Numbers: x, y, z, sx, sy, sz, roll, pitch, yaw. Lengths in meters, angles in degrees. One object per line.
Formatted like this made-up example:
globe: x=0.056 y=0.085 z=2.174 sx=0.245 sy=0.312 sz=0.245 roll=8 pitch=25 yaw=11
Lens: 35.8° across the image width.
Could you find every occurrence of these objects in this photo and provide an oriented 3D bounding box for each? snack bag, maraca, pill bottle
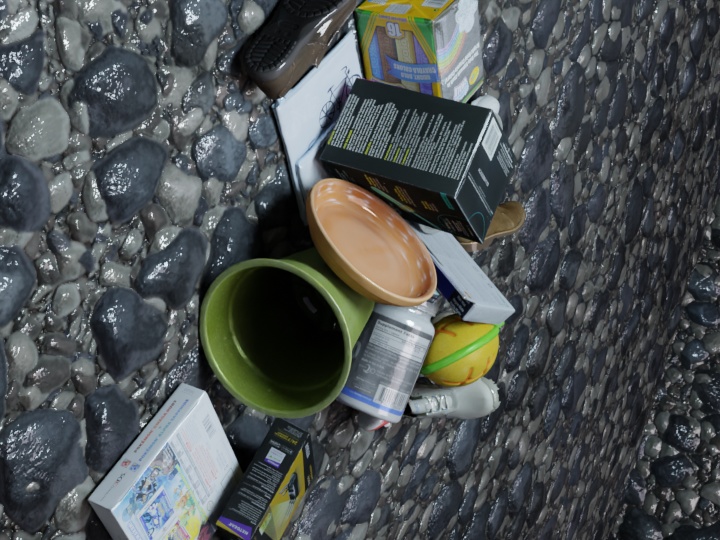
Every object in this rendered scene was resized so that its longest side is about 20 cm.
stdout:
snack bag: x=-0.037 y=-0.188 z=1.461 sx=0.189 sy=0.021 sz=0.201 roll=-50 pitch=143 yaw=-34
maraca: x=0.157 y=0.117 z=1.724 sx=0.108 sy=0.136 sz=0.200 roll=65 pitch=22 yaw=-1
pill bottle: x=0.042 y=0.112 z=1.645 sx=0.114 sy=0.113 sz=0.201 roll=27 pitch=85 yaw=-60

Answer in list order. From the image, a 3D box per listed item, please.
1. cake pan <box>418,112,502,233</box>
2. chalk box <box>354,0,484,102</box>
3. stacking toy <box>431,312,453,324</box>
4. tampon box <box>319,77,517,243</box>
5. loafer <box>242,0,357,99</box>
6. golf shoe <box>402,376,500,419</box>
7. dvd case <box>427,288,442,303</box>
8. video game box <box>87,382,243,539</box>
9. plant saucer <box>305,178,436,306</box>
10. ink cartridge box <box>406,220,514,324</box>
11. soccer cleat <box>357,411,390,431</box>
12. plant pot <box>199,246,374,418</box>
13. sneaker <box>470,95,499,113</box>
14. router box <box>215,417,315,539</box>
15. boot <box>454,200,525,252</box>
cake pan: x=0.135 y=-0.149 z=1.632 sx=0.200 sy=0.037 sz=0.201 roll=-42 pitch=152 yaw=-28
chalk box: x=0.086 y=-0.285 z=1.517 sx=0.125 sy=0.123 sz=0.201 roll=-48 pitch=143 yaw=-38
stacking toy: x=0.185 y=0.116 z=1.938 sx=0.200 sy=0.085 sz=0.086 roll=5 pitch=101 yaw=-64
tampon box: x=0.078 y=-0.144 z=1.454 sx=0.127 sy=0.199 sz=0.150 roll=-65 pitch=153 yaw=-12
loafer: x=-0.070 y=-0.279 z=1.323 sx=0.200 sy=0.073 sz=0.071 roll=-50 pitch=154 yaw=-26
golf shoe: x=0.122 y=0.210 z=1.758 sx=0.097 sy=0.199 sz=0.079 roll=-23 pitch=102 yaw=-51
dvd case: x=0.031 y=-0.026 z=1.520 sx=0.022 sy=0.146 sz=0.200 roll=-40 pitch=158 yaw=13
video game box: x=-0.226 y=0.269 z=1.351 sx=0.183 sy=0.046 sz=0.201 roll=-55 pitch=146 yaw=-34
plant saucer: x=0.009 y=-0.030 z=1.384 sx=0.037 sy=0.201 sz=0.200 roll=-46 pitch=161 yaw=27
ink cartridge box: x=0.123 y=-0.006 z=1.660 sx=0.041 sy=0.200 sz=0.200 roll=-45 pitch=154 yaw=16
soccer cleat: x=0.044 y=0.156 z=1.737 sx=0.201 sy=0.068 sz=0.085 roll=-57 pitch=133 yaw=-26
plant pot: x=-0.069 y=0.051 z=1.393 sx=0.190 sy=0.198 sz=0.202 roll=-42 pitch=140 yaw=-61
sneaker: x=0.190 y=-0.181 z=1.766 sx=0.201 sy=0.099 sz=0.078 roll=-67 pitch=151 yaw=-10
router box: x=-0.120 y=0.299 z=1.476 sx=0.158 sy=0.052 sz=0.200 roll=-60 pitch=168 yaw=-21
boot: x=0.223 y=-0.096 z=1.904 sx=0.200 sy=0.073 sz=0.076 roll=-28 pitch=118 yaw=-49
